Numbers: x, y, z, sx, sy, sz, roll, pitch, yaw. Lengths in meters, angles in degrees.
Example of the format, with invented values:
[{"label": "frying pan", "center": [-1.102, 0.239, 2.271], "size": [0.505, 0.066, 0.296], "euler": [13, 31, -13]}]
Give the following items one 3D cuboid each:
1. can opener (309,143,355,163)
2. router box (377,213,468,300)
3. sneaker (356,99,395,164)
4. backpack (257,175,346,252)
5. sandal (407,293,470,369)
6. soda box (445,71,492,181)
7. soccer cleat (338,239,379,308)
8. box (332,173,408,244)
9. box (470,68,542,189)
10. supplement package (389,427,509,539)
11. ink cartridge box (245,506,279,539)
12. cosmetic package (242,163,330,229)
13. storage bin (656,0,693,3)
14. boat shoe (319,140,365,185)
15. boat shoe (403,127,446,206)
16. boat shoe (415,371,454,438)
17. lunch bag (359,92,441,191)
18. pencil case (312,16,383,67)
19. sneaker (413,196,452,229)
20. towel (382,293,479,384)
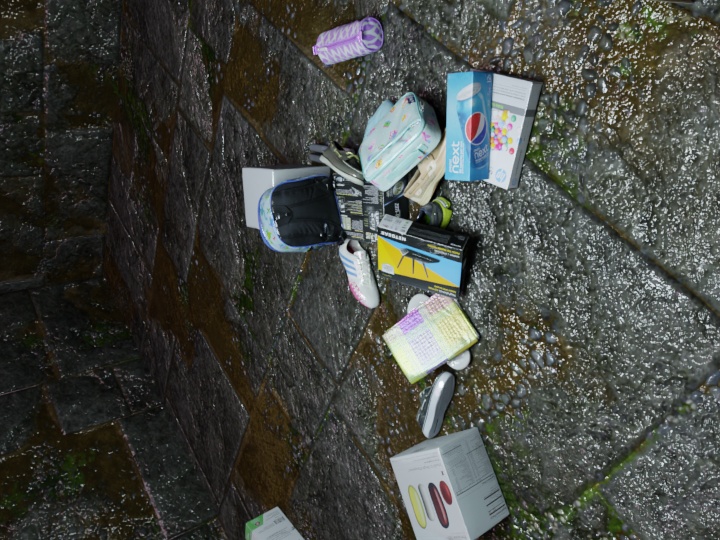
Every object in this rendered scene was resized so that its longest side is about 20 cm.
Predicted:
[{"label": "can opener", "center": [-0.086, -0.309, 1.564], "size": [0.198, 0.066, 0.055], "euler": [22, 115, 46]}, {"label": "router box", "center": [0.135, -0.029, 1.278], "size": [0.196, 0.051, 0.151], "euler": [17, 137, 21]}, {"label": "sneaker", "center": [0.039, -0.328, 1.414], "size": [0.200, 0.072, 0.083], "euler": [-47, 45, 43]}, {"label": "backpack", "center": [-0.162, -0.135, 1.463], "size": [0.146, 0.197, 0.188], "euler": [-9, 94, 52]}, {"label": "sandal", "center": [0.180, 0.148, 1.360], "size": [0.082, 0.050, 0.204], "euler": [-37, 71, 6]}, {"label": "soda box", "center": [0.213, -0.282, 1.141], "size": [0.067, 0.063, 0.205], "euler": [15, 112, 49]}, {"label": "soccer cleat", "center": [0.000, 0.000, 1.531], "size": [0.203, 0.069, 0.087], "euler": [63, 143, 20]}, {"label": "box", "center": [0.024, -0.160, 1.450], "size": [0.198, 0.085, 0.168], "euler": [12, 108, 49]}, {"label": "box", "center": [0.266, -0.284, 1.156], "size": [0.155, 0.041, 0.205], "euler": [33, 124, 43]}, {"label": "supplement package", "center": [0.202, 0.501, 1.350], "size": [0.190, 0.145, 0.204], "euler": [-34, 72, 49]}, {"label": "ink cartridge box", "center": [-0.309, 0.983, 2.107], "size": [0.199, 0.144, 0.086], "euler": [32, 122, 42]}, {"label": "cosmetic package", "center": [-0.203, -0.208, 1.630], "size": [0.165, 0.197, 0.171], "euler": [14, 110, 47]}, {"label": "storage bin", "center": [0.372, -0.458, 0.857], "size": [0.199, 0.196, 0.096], "euler": [32, 127, 41]}, {"label": "boat shoe", "center": [-0.038, -0.261, 1.398], "size": [0.061, 0.071, 0.202], "euler": [-58, 36, 9]}, {"label": "boat shoe", "center": [0.152, -0.231, 1.269], "size": [0.072, 0.063, 0.202], "euler": [-77, 9, -51]}, {"label": "boat shoe", "center": [0.170, 0.317, 1.401], "size": [0.071, 0.071, 0.204], "euler": [36, 128, 34]}, {"label": "lunch bag", "center": [0.084, -0.282, 1.270], "size": [0.199, 0.076, 0.163], "euler": [-41, 36, 31]}, {"label": "pencil case", "center": [-0.032, -0.561, 1.419], "size": [0.198, 0.084, 0.086], "euler": [6, 106, 49]}, {"label": "sneaker", "center": [0.141, -0.073, 1.331], "size": [0.074, 0.080, 0.204], "euler": [37, 126, 39]}, {"label": "towel", "center": [0.162, 0.149, 1.327], "size": [0.198, 0.023, 0.145], "euler": [-37, 70, 11]}]
